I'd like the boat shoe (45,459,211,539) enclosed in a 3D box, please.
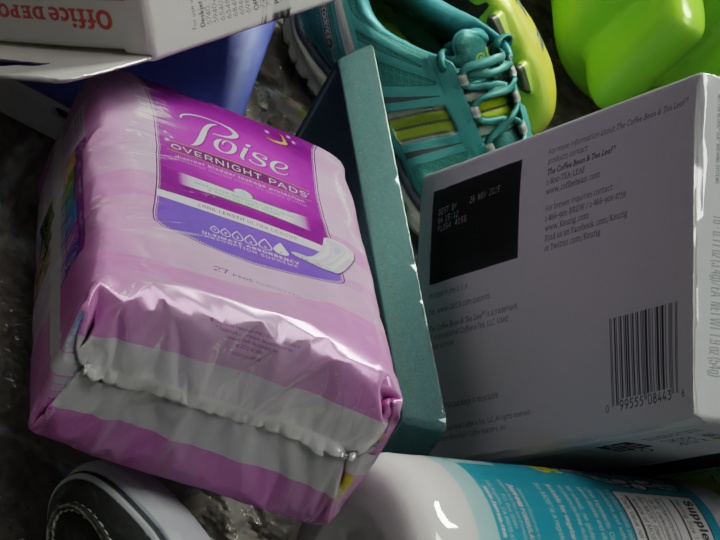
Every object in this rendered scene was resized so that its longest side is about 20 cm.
[{"bbox_3d":[-0.075,0.155,0.825,0.071,0.072,0.200,-2,58,-41],"label":"boat shoe"}]

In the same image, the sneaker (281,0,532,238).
[{"bbox_3d":[0.043,-0.070,1.091,0.200,0.080,0.077,48,43,8],"label":"sneaker"}]

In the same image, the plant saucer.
[{"bbox_3d":[0.000,0.000,1.010,0.019,0.070,0.200,8,51,-22],"label":"plant saucer"}]

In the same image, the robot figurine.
[{"bbox_3d":[0.152,-0.157,1.210,0.175,0.116,0.200,25,42,-25],"label":"robot figurine"}]

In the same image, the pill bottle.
[{"bbox_3d":[0.080,0.132,0.924,0.200,0.111,0.111,8,51,-30],"label":"pill bottle"}]

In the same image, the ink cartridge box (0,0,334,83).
[{"bbox_3d":[-0.086,-0.133,0.985,0.200,0.116,0.068,-24,114,-44],"label":"ink cartridge box"}]

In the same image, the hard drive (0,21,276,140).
[{"bbox_3d":[-0.102,-0.129,1.081,0.132,0.025,0.200,27,44,-12],"label":"hard drive"}]

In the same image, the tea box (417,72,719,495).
[{"bbox_3d":[0.154,0.019,0.979,0.197,0.200,0.134,8,77,-28],"label":"tea box"}]

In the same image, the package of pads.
[{"bbox_3d":[-0.058,0.006,0.904,0.120,0.076,0.200,22,23,-16],"label":"package of pads"}]

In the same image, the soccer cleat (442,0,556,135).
[{"bbox_3d":[0.041,-0.151,1.171,0.084,0.065,0.200,-19,67,-50],"label":"soccer cleat"}]
